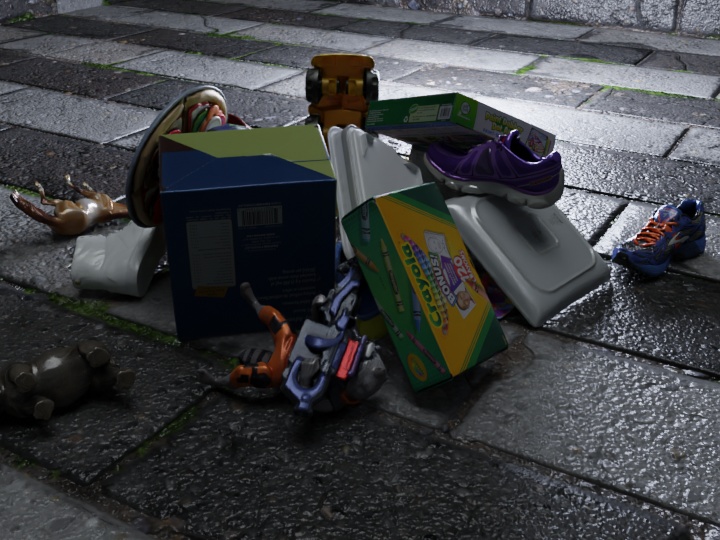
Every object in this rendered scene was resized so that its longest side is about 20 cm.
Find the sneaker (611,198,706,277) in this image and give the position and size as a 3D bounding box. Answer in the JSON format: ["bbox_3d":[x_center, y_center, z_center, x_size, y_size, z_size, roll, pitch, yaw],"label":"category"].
[{"bbox_3d":[0.416,-0.051,1.223,0.198,0.080,0.075,-22,32,-39],"label":"sneaker"}]

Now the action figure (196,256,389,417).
[{"bbox_3d":[-0.052,0.077,0.935,0.190,0.106,0.202,17,54,21],"label":"action figure"}]

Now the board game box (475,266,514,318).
[{"bbox_3d":[0.105,0.012,1.135,0.195,0.040,0.159,-4,26,-7],"label":"board game box"}]

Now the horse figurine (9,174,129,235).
[{"bbox_3d":[-0.435,-0.098,1.339,0.131,0.051,0.199,33,29,21],"label":"horse figurine"}]

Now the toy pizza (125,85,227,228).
[{"bbox_3d":[-0.225,-0.139,1.121,0.031,0.203,0.200,31,34,13],"label":"toy pizza"}]

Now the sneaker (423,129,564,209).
[{"bbox_3d":[0.174,-0.144,1.132,0.197,0.085,0.080,16,29,30],"label":"sneaker"}]

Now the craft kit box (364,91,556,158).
[{"bbox_3d":[0.139,-0.197,1.242,0.195,0.050,0.198,17,-4,-36],"label":"craft kit box"}]

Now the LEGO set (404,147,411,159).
[{"bbox_3d":[0.022,-0.158,1.396,0.197,0.118,0.153,-20,32,-36],"label":"LEGO set"}]

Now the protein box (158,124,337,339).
[{"bbox_3d":[-0.133,-0.046,1.046,0.194,0.203,0.136,-5,36,-10],"label":"protein box"}]

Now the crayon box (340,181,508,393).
[{"bbox_3d":[0.070,0.015,0.943,0.058,0.203,0.118,-28,-7,41],"label":"crayon box"}]

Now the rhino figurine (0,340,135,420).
[{"bbox_3d":[-0.334,0.119,0.886,0.197,0.061,0.087,-16,10,-29],"label":"rhino figurine"}]

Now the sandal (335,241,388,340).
[{"bbox_3d":[0.000,0.000,1.090,0.079,0.088,0.200,-31,27,-1],"label":"sandal"}]

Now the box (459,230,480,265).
[{"bbox_3d":[0.139,-0.055,1.213,0.196,0.047,0.159,3,20,-32],"label":"box"}]

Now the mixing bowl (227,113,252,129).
[{"bbox_3d":[-0.168,-0.110,1.251,0.107,0.204,0.199,12,13,-41],"label":"mixing bowl"}]

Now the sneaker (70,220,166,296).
[{"bbox_3d":[-0.325,-0.044,1.194,0.113,0.075,0.202,4,35,6],"label":"sneaker"}]

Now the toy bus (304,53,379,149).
[{"bbox_3d":[-0.029,-0.296,1.607,0.132,0.205,0.192,2,17,3],"label":"toy bus"}]

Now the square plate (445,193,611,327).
[{"bbox_3d":[0.221,-0.042,1.143,0.196,0.029,0.201,-24,70,-41],"label":"square plate"}]

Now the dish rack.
[{"bbox_3d":[0.035,-0.074,1.055,0.043,0.204,0.170,-27,-33,31],"label":"dish rack"}]

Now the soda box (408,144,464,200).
[{"bbox_3d":[0.163,-0.128,1.277,0.195,0.065,0.068,12,15,-1],"label":"soda box"}]

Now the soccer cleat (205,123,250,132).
[{"bbox_3d":[-0.180,-0.099,1.138,0.083,0.203,0.065,-18,52,-38],"label":"soccer cleat"}]
